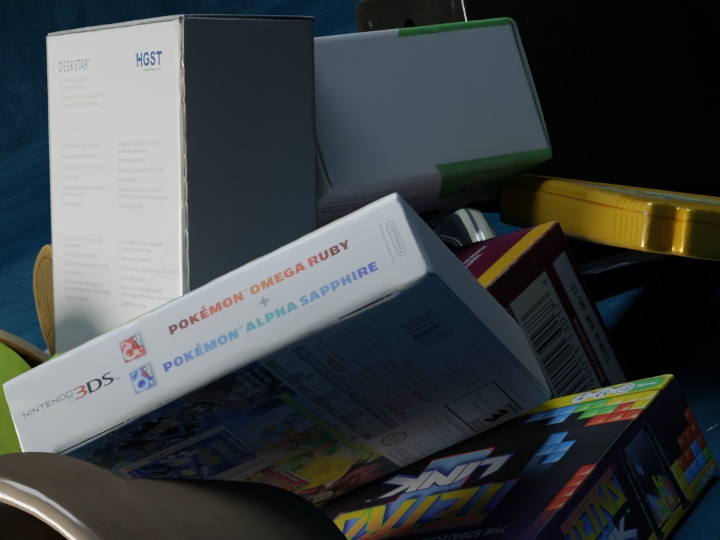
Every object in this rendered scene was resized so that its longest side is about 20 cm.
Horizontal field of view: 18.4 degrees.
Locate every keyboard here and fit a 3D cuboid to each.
[{"bbox_3d":[0.121,0.009,1.249,0.127,0.021,0.200,-7,4,38],"label":"keyboard"}]

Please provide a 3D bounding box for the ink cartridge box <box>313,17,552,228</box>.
[{"bbox_3d":[-0.015,-0.058,1.201,0.146,0.084,0.200,-11,-11,-32],"label":"ink cartridge box"}]

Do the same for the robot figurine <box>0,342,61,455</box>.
[{"bbox_3d":[-0.239,0.101,1.131,0.200,0.116,0.176,-20,43,21],"label":"robot figurine"}]

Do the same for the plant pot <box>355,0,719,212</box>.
[{"bbox_3d":[0.112,-0.124,1.412,0.177,0.201,0.199,-15,7,-27],"label":"plant pot"}]

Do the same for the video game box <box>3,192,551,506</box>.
[{"bbox_3d":[-0.028,0.052,0.956,0.182,0.047,0.200,-28,-24,8],"label":"video game box"}]

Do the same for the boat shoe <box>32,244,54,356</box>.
[{"bbox_3d":[-0.131,0.061,1.354,0.066,0.200,0.074,-17,-30,-36],"label":"boat shoe"}]

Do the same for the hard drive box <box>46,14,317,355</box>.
[{"bbox_3d":[-0.091,-0.023,1.108,0.077,0.201,0.156,-3,4,-32],"label":"hard drive box"}]

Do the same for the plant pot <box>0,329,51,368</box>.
[{"bbox_3d":[-0.220,0.120,1.301,0.186,0.187,0.200,-26,-1,2],"label":"plant pot"}]

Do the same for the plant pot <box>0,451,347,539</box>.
[{"bbox_3d":[-0.085,0.160,0.882,0.200,0.201,0.174,-17,-3,36],"label":"plant pot"}]

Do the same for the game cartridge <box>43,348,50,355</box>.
[{"bbox_3d":[-0.257,0.118,1.527,0.200,0.040,0.133,-42,-6,-39],"label":"game cartridge"}]

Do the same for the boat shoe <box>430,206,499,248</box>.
[{"bbox_3d":[0.056,0.002,1.412,0.062,0.075,0.200,-34,9,-10],"label":"boat shoe"}]

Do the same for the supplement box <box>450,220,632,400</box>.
[{"bbox_3d":[0.029,0.058,1.152,0.200,0.111,0.086,-14,17,42],"label":"supplement box"}]

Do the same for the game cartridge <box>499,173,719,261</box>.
[{"bbox_3d":[0.186,-0.022,1.130,0.176,0.033,0.200,6,2,-18],"label":"game cartridge"}]

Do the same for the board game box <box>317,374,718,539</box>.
[{"bbox_3d":[0.037,0.124,1.003,0.200,0.057,0.165,-16,15,38],"label":"board game box"}]
